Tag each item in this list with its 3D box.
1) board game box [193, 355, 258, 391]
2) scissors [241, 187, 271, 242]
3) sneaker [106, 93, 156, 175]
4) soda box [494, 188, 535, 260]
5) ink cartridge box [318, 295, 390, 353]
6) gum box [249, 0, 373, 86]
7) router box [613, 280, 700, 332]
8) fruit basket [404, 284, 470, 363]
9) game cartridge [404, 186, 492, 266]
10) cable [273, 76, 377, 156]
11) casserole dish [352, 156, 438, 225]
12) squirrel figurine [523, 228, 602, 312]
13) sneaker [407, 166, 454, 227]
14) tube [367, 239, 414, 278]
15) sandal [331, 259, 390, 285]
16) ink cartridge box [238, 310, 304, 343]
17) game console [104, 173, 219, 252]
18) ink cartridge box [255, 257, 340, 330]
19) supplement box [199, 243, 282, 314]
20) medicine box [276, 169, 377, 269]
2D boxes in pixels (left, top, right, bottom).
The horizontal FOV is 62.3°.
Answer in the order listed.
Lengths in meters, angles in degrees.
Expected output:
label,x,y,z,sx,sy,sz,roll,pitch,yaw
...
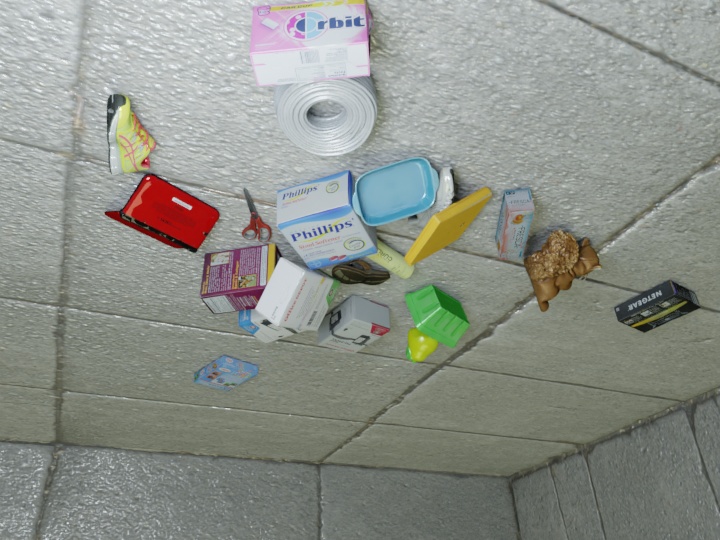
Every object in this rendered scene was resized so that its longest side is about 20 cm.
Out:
label,x,y,z,sx,sy,sz,roll,pitch,yaw
board game box,-0.485,0.374,2.142,0.150,0.037,0.198,25,138,-37
scissors,-0.245,-0.130,1.412,0.071,0.014,0.202,5,145,-8
sneaker,-0.438,-0.260,1.142,0.088,0.080,0.201,-1,154,-20
soda box,0.373,-0.109,1.449,0.062,0.070,0.201,-5,148,2
ink cartridge box,-0.022,0.172,1.830,0.143,0.085,0.199,19,141,-31
gum box,-0.074,-0.370,0.958,0.195,0.116,0.067,-4,148,2
router box,0.928,0.117,1.868,0.155,0.053,0.199,20,141,-31
fruit basket,0.201,0.168,1.777,0.210,0.157,0.218,-10,138,-9
game cartridge,0.198,-0.100,1.375,0.198,0.033,0.177,-27,160,-36
cable,-0.065,-0.302,1.106,0.195,0.071,0.201,8,146,-18
casserole dish,0.072,-0.173,1.283,0.196,0.039,0.124,-18,114,-7
squirrel figurine,0.530,-0.014,1.555,0.183,0.144,0.200,-20,147,13
sneaker,0.161,-0.159,1.354,0.079,0.077,0.201,11,145,-6
tube,0.057,-0.040,1.548,0.198,0.052,0.059,31,94,-35
sandal,0.000,0.000,1.604,0.197,0.056,0.081,4,156,-39
ink cartridge box,-0.235,0.126,1.738,0.196,0.086,0.145,-19,145,21
game console,-0.458,-0.132,1.380,0.198,0.119,0.173,29,104,-41
ink cartridge box,-0.152,0.063,1.481,0.083,0.147,0.199,29,-176,25
supplement box,-0.299,0.024,1.530,0.195,0.134,0.104,-7,148,7
medicine box,-0.073,-0.111,1.370,0.178,0.105,0.201,-14,147,15
